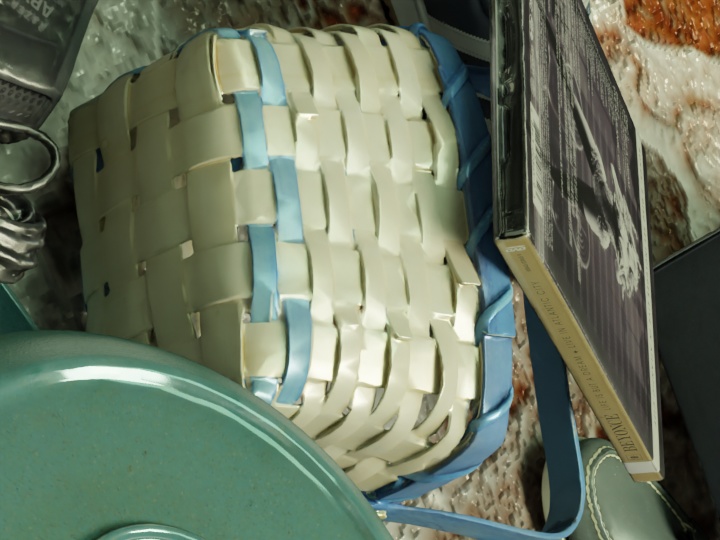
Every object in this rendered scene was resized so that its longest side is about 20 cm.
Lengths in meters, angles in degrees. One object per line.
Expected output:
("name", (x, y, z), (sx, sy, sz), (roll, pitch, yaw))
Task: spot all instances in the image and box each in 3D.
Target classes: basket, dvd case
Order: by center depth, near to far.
("basket", (0.000, 0.000, 0.723), (0.199, 0.139, 0.178), (10, 67, -38))
("dvd case", (0.079, -0.030, 0.761), (0.200, 0.016, 0.150), (54, 32, -56))

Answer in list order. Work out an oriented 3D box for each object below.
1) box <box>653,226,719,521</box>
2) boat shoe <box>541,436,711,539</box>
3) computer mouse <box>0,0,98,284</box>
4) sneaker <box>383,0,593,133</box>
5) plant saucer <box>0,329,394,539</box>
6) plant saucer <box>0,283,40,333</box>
("box", (0.233, 0.085, 0.926), (0.182, 0.104, 0.201), (23, 42, -50))
("boat shoe", (0.151, 0.142, 0.899), (0.200, 0.062, 0.073), (52, 47, -21))
("computer mouse", (-0.133, -0.102, 0.681), (0.138, 0.053, 0.201), (41, 51, -26))
("sneaker", (0.080, -0.091, 0.868), (0.070, 0.108, 0.201), (-31, 100, -48))
("plant saucer", (-0.052, 0.097, 0.526), (0.199, 0.027, 0.201), (23, 46, -25))
("plant saucer", (-0.114, 0.057, 0.671), (0.201, 0.019, 0.070), (57, 43, -18))
